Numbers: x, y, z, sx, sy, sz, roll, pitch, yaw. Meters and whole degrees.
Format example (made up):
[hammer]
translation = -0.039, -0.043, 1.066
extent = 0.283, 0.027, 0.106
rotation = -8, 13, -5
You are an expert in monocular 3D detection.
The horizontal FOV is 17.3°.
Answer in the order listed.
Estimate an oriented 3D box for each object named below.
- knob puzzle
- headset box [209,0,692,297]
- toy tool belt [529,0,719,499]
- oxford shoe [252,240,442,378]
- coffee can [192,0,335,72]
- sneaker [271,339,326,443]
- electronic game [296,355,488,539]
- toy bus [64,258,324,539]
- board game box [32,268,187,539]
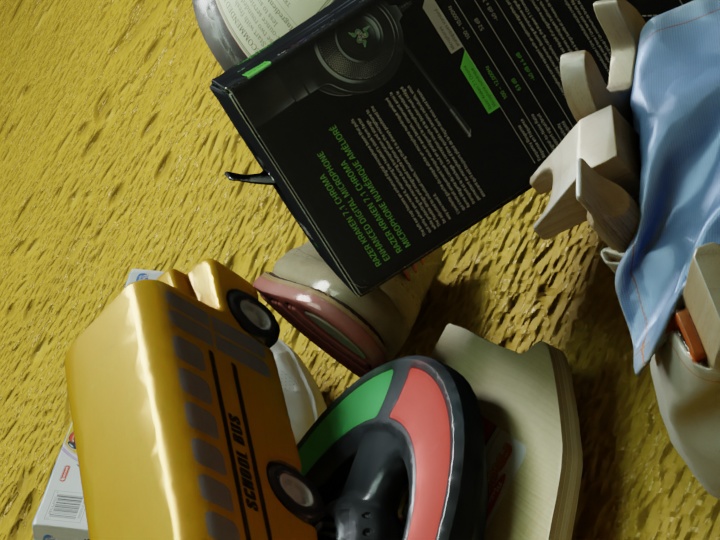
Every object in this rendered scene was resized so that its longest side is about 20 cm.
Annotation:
[knob puzzle]
translation = 0.038, 0.122, 0.923
extent = 0.220, 0.030, 0.220
rotation = -50, 23, 30
[headset box]
translation = 0.038, -0.081, 0.923
extent = 0.200, 0.093, 0.174
rotation = -33, 8, -1
[toy tool belt]
translation = 0.116, -0.033, 0.737
extent = 0.124, 0.123, 0.201
rotation = -23, 48, 18
[oxford shoe]
translation = 0.000, 0.000, 1.065
extent = 0.075, 0.070, 0.200
rotation = -50, 6, 2
[coffee can]
translation = 0.031, -0.170, 1.137
extent = 0.200, 0.146, 0.147
rotation = -46, 26, 37
[sneaker]
translation = -0.068, 0.075, 1.096
extent = 0.073, 0.116, 0.201
rotation = -21, 40, 14
[electronic game]
translation = -0.012, 0.126, 0.934
extent = 0.200, 0.041, 0.200
rotation = -51, 22, 30
[toy bus]
translation = -0.070, 0.072, 0.948
extent = 0.065, 0.078, 0.200
rotation = -45, 35, 23
[board game box]
translation = -0.116, 0.112, 1.167
extent = 0.200, 0.034, 0.135
rotation = -76, -11, -53
